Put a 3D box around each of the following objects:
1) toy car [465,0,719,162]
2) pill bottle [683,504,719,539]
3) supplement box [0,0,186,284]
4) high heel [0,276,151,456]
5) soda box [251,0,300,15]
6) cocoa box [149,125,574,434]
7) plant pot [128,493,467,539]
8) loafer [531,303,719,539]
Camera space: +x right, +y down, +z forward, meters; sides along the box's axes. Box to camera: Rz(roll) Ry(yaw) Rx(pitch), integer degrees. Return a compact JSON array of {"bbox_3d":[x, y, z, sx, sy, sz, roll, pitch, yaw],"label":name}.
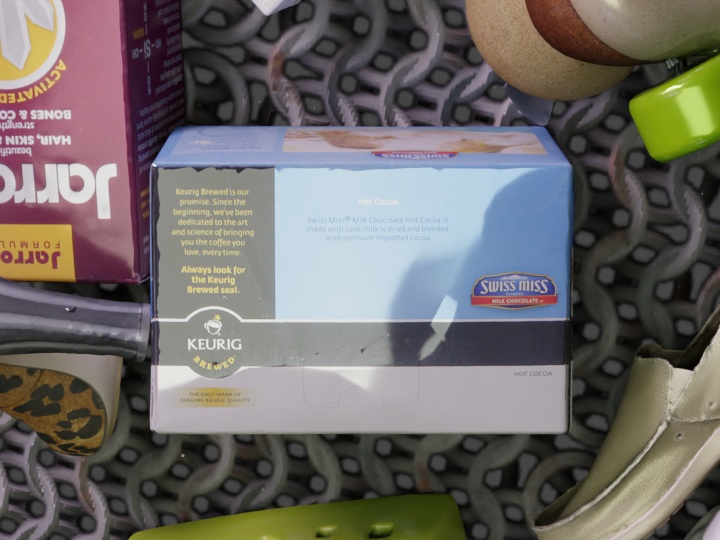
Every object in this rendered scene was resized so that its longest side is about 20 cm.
[{"bbox_3d":[0.112,-0.135,0.902,0.157,0.200,0.165,-28,94,-29],"label":"toy car"},{"bbox_3d":[0.241,0.214,0.969,0.199,0.112,0.113,31,107,3],"label":"pill bottle"},{"bbox_3d":[-0.164,-0.101,0.985,0.130,0.103,0.202,0,104,11],"label":"supplement box"},{"bbox_3d":[-0.190,0.045,0.981,0.141,0.200,0.072,8,68,-13],"label":"high heel"},{"bbox_3d":[0.011,-0.215,0.940,0.200,0.068,0.064,-42,92,17],"label":"soda box"},{"bbox_3d":[0.000,0.000,0.941,0.198,0.133,0.133,0,102,-1],"label":"cocoa box"},{"bbox_3d":[-0.037,0.245,1.000,0.198,0.182,0.201,-10,100,13],"label":"plant pot"},{"bbox_3d":[0.156,0.073,0.978,0.200,0.076,0.068,-43,90,8],"label":"loafer"}]
